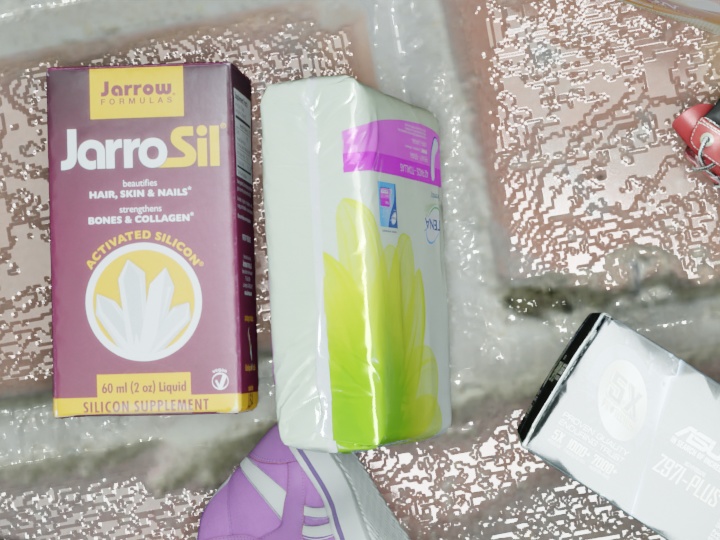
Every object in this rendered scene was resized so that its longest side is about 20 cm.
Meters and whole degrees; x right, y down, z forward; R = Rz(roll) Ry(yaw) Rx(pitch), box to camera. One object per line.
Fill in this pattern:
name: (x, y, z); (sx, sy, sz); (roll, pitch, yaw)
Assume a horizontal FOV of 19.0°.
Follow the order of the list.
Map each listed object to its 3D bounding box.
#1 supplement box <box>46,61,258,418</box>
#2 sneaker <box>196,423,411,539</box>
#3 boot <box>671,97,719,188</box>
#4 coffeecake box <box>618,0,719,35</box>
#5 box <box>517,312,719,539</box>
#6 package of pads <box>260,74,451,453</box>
supplement box: (-0.120, -0.017, 1.248); (0.110, 0.086, 0.201); (-2, 88, 4)
sneaker: (-0.030, 0.170, 1.201); (0.114, 0.201, 0.073); (-42, 122, 5)
boot: (0.229, -0.020, 1.220); (0.144, 0.072, 0.200); (23, 68, 5)
coffeecake box: (0.150, -0.198, 1.178); (0.153, 0.200, 0.073); (20, 90, 4)
box: (0.191, 0.110, 1.187); (0.200, 0.164, 0.086); (33, 91, 4)
package of pads: (0.000, 0.000, 1.207); (0.068, 0.154, 0.201); (-3, 86, 17)
